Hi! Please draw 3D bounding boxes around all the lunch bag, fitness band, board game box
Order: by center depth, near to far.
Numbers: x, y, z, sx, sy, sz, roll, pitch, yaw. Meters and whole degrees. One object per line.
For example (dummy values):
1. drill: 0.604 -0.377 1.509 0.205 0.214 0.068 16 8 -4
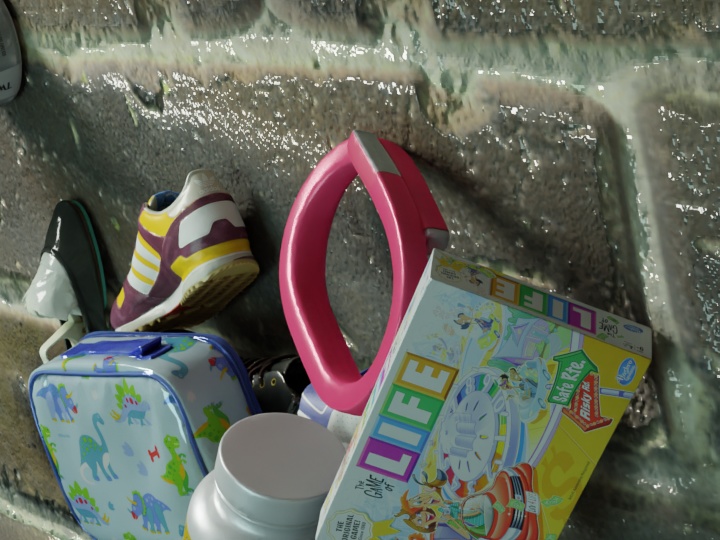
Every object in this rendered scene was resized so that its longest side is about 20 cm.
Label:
1. board game box: 0.069 0.097 1.142 0.134 0.034 0.201 20 121 -4
2. fitness band: 0.000 0.000 1.227 0.144 0.037 0.200 -65 29 30
3. lunch bag: -0.148 0.121 1.426 0.199 0.082 0.162 -4 112 48

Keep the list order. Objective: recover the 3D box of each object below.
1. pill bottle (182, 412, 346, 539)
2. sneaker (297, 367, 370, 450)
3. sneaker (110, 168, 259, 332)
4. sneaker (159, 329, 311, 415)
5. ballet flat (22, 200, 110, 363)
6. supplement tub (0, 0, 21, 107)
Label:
1. pill bottle: -0.064 0.197 1.298 0.112 0.112 0.201 41 134 35
2. sneaker: 0.045 0.068 1.251 0.199 0.080 0.116 10 115 46
3. sneaker: -0.140 -0.010 1.488 0.200 0.075 0.091 -32 72 54
4. sneaker: -0.078 0.081 1.452 0.200 0.075 0.107 37 134 26
5. ballet flat: -0.244 0.043 1.672 0.068 0.068 0.201 8 116 55
6. supplement tub: -0.394 -0.168 1.636 0.122 0.199 0.123 35 137 40
